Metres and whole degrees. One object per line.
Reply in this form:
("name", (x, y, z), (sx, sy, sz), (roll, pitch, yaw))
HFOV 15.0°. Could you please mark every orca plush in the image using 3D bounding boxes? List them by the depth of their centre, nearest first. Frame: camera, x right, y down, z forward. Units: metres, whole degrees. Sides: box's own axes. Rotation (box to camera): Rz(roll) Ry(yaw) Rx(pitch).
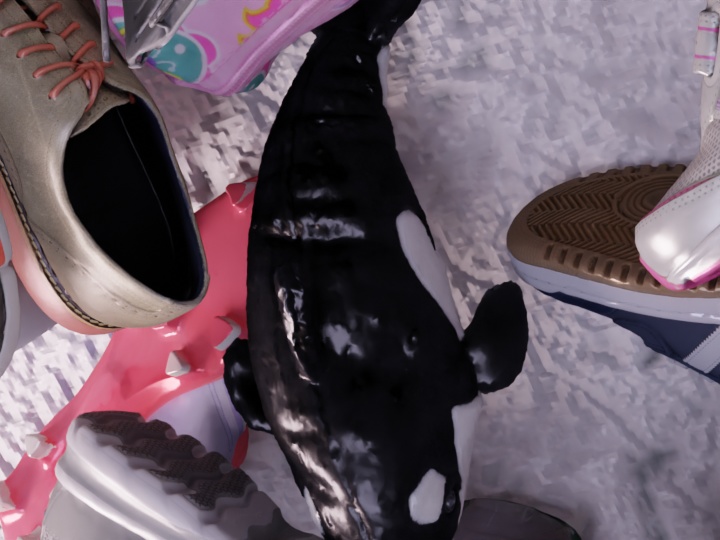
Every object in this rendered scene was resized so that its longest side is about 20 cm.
("orca plush", (0.000, 0.000, 0.890), (0.105, 0.071, 0.201), (8, 87, 17))

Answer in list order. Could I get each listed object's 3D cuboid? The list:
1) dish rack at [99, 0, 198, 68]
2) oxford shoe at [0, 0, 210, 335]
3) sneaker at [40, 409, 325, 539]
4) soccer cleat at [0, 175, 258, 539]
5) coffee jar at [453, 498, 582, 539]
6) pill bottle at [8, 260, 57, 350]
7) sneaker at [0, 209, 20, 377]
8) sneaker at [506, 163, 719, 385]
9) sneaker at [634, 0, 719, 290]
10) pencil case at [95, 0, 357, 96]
("dish rack", (-0.057, -0.164, 0.812), (0.054, 0.201, 0.154), (18, 127, -24))
("oxford shoe", (-0.102, -0.072, 0.887), (0.075, 0.070, 0.201), (-2, 121, 57))
("sneaker", (-0.032, 0.130, 0.919), (0.200, 0.075, 0.082), (37, 110, 29))
("soccer cleat", (-0.059, 0.042, 1.002), (0.200, 0.076, 0.067), (-51, 52, 22))
("coffee jar", (0.044, 0.193, 1.010), (0.085, 0.104, 0.201), (6, 120, 27))
("pill bottle", (-0.173, -0.064, 0.952), (0.111, 0.111, 0.201), (-18, 109, 28))
("sneaker", (-0.179, -0.035, 0.857), (0.077, 0.082, 0.201), (-20, 108, 21))
("sneaker", (0.145, 0.031, 0.904), (0.199, 0.070, 0.109), (7, 128, 25))
("sneaker", (0.137, -0.086, 0.830), (0.088, 0.081, 0.200), (36, 100, 13))
("pencil case", (0.003, -0.131, 0.862), (0.200, 0.087, 0.088), (-31, 103, 32))
